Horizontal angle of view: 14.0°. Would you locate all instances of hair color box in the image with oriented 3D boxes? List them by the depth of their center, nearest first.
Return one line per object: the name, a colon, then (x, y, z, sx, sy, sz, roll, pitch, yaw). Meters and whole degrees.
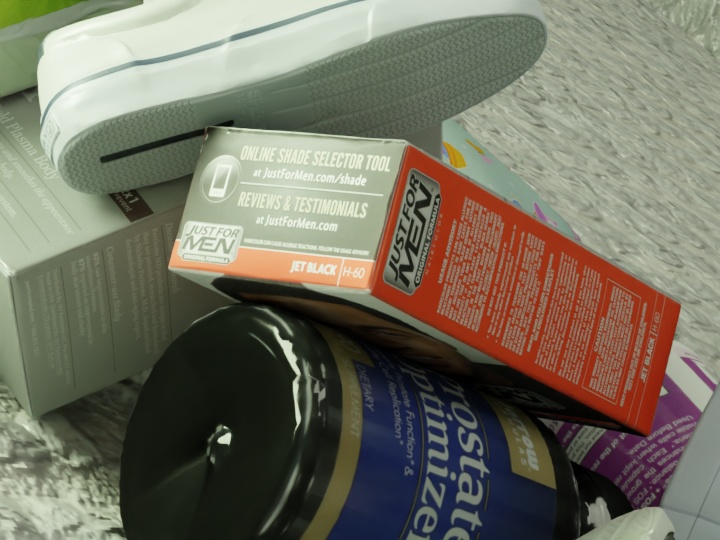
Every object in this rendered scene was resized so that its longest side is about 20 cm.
hair color box: (0.029, 0.006, 1.131, 0.101, 0.061, 0.200, 6, -14, 39)

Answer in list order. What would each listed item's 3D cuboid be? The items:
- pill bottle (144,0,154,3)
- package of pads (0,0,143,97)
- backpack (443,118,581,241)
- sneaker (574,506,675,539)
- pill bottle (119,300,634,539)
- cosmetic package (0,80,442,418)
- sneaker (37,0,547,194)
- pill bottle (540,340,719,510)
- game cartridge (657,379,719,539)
pill bottle: (-0.082, -0.079, 1.485, 0.200, 0.104, 0.104, 29, 15, -26)
package of pads: (-0.204, -0.119, 1.185, 0.200, 0.068, 0.155, -18, 38, -17)
backpack: (0.000, 0.000, 1.335, 0.176, 0.153, 0.200, 42, 22, 5)
sneaker: (0.080, 0.172, 1.043, 0.082, 0.077, 0.200, 46, 44, -17)
pill bottle: (0.013, 0.092, 1.129, 0.200, 0.112, 0.112, 23, 18, -40)
cosmetic package: (-0.073, -0.034, 1.181, 0.107, 0.200, 0.090, 44, -28, 39)
sneaker: (-0.029, -0.089, 1.122, 0.073, 0.200, 0.071, 94, -19, -57)
pill bottle: (0.168, 0.128, 1.377, 0.112, 0.112, 0.200, 23, 19, -41)
game cartridge: (0.156, 0.104, 1.218, 0.041, 0.133, 0.200, 20, 45, 16)
